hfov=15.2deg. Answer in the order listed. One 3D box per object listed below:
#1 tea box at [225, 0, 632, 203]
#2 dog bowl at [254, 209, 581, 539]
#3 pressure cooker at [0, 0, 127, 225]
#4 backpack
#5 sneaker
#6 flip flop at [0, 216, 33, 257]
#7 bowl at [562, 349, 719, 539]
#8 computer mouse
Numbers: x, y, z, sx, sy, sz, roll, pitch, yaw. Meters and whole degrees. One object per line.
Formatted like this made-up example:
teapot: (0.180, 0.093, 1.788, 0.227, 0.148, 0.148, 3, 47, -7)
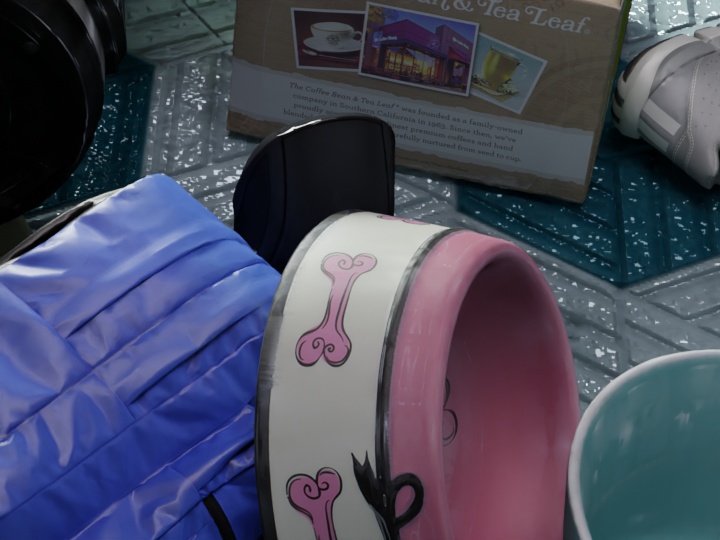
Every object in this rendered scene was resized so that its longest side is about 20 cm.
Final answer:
tea box: (0.047, -0.161, 1.455, 0.200, 0.134, 0.197, 12, 40, 6)
dog bowl: (0.032, 0.072, 1.124, 0.074, 0.200, 0.200, -4, 35, 25)
pressure cooker: (-0.207, -0.140, 1.296, 0.179, 0.176, 0.200, 26, 35, -24)
backpack: (-0.104, 0.076, 1.134, 0.168, 0.163, 0.200, 38, 59, 15)
sneaker: (0.243, -0.096, 1.465, 0.200, 0.075, 0.116, -29, 56, -22)
flip flop: (-0.166, 0.007, 1.287, 0.081, 0.058, 0.200, -15, 45, -23)
bowl: (0.165, 0.142, 1.130, 0.201, 0.105, 0.201, 12, 43, -12)
computer mouse: (0.000, 0.000, 1.231, 0.140, 0.200, 0.046, -6, 58, -24)
